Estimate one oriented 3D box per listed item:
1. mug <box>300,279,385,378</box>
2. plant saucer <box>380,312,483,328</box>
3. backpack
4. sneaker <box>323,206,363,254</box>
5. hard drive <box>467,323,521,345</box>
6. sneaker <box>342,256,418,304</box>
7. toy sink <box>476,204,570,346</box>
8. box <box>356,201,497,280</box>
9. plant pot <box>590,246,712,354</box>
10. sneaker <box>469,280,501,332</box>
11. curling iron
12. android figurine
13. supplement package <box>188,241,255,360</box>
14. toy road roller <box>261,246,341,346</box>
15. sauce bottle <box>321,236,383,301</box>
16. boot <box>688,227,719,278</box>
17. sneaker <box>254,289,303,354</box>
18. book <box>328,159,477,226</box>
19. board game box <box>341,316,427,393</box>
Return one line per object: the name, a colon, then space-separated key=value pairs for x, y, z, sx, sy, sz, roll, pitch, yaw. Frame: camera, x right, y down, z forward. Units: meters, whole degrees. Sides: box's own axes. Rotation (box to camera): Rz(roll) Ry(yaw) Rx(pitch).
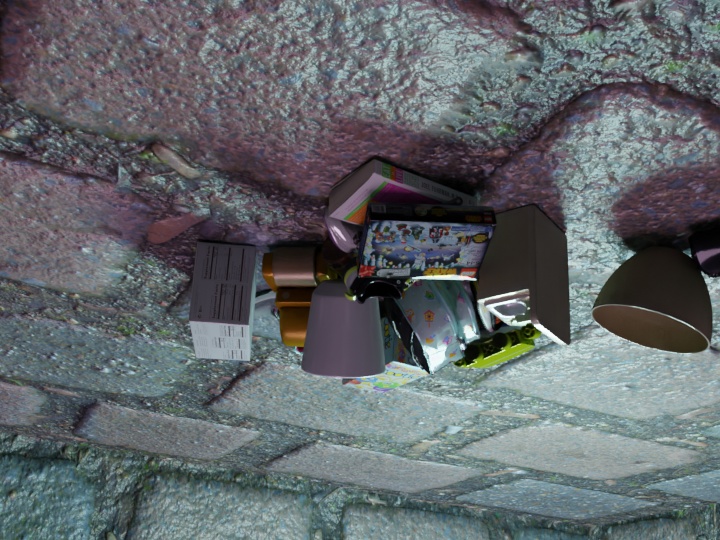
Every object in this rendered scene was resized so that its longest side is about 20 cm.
mug: x=-0.037 y=0.094 z=1.579 sx=0.147 sy=0.156 sz=0.186 roll=-2 pitch=-174 yaw=-30
plant saucer: x=0.126 y=0.109 z=1.877 sx=0.197 sy=0.049 sz=0.200 roll=12 pitch=155 yaw=-18
backpack: x=0.122 y=0.071 z=1.630 sx=0.152 sy=0.177 sz=0.200 roll=-31 pitch=149 yaw=4
sneaker: x=0.016 y=-0.065 z=1.515 sx=0.099 sy=0.076 sz=0.199 roll=-36 pitch=137 yaw=21
hard drive: x=0.239 y=0.146 z=1.858 sx=0.198 sy=0.026 sz=0.131 roll=-4 pitch=158 yaw=-46
sneaker: x=0.066 y=0.015 z=1.498 sx=0.197 sy=0.084 sz=0.072 roll=-13 pitch=143 yaw=-9
toy sink: x=0.264 y=0.020 z=1.476 sx=0.111 sy=0.203 sz=0.130 roll=-14 pitch=151 yaw=34
box: x=0.099 y=-0.043 z=1.405 sx=0.196 sy=0.040 sz=0.138 roll=1 pitch=142 yaw=-8
plant pot: x=0.506 y=0.040 z=1.535 sx=0.198 sy=0.136 sz=0.201 roll=21 pitch=165 yaw=6
sneaker: x=0.265 y=0.059 z=1.705 sx=0.089 sy=0.071 sz=0.200 roll=-19 pitch=157 yaw=10
curling iron: x=0.072 y=-0.070 z=1.418 sx=0.198 sy=0.026 sz=0.049 roll=-20 pitch=161 yaw=25
android figurine: x=0.274 y=0.153 z=1.793 sx=0.180 sy=0.042 sz=0.199 roll=-26 pitch=164 yaw=21
supplement package: x=-0.255 y=0.061 z=1.699 sx=0.109 sy=0.158 sz=0.201 roll=4 pitch=156 yaw=-5
toy road roller: x=-0.105 y=0.055 z=1.673 sx=0.121 sy=0.148 sz=0.201 roll=-1 pitch=155 yaw=10
sauce bottle: x=0.000 y=0.000 z=1.638 sx=0.065 sy=0.067 sz=0.200 roll=-9 pitch=152 yaw=27
boot: x=0.600 y=-0.051 z=1.417 sx=0.166 sy=0.078 sz=0.200 roll=-13 pitch=157 yaw=25
sneaker: x=-0.136 y=0.107 z=1.822 sx=0.197 sy=0.123 sz=0.084 roll=-5 pitch=154 yaw=20
book: x=0.067 y=-0.104 z=1.427 sx=0.198 sy=0.049 sz=0.133 roll=17 pitch=150 yaw=-30
board game box: x=0.056 y=0.170 z=1.834 sx=0.102 sy=0.107 sz=0.199 roll=16 pitch=154 yaw=-26
